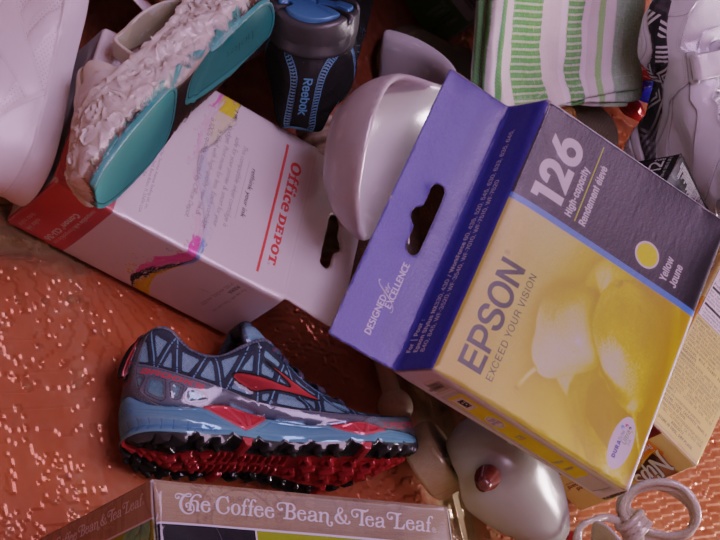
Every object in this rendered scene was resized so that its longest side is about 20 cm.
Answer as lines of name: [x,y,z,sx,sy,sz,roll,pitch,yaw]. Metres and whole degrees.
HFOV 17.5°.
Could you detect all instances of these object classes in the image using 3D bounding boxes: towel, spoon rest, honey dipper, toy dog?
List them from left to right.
honey dipper: [0.000,0.000,1.485,0.038,0.038,0.201,-5,75,-39]
spoon rest: [0.021,-0.091,1.435,0.060,0.100,0.200,8,30,8]
toy dog: [0.112,0.160,1.447,0.200,0.132,0.096,36,19,-10]
towel: [0.138,-0.179,1.563,0.200,0.023,0.153,-12,108,-52]

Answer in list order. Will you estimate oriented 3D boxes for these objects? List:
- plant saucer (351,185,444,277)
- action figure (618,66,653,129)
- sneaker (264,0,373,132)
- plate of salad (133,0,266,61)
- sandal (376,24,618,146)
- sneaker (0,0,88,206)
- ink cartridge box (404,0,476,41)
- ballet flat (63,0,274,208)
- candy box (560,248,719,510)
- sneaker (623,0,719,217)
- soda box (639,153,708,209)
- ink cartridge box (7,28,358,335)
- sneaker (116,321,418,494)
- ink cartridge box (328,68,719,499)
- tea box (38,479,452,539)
plant saucer: [0.070,-0.012,1.519,0.200,0.037,0.201,21,61,-44]
action figure: [0.211,-0.136,1.704,0.199,0.052,0.066,11,58,-29]
sneaker: [-0.033,-0.150,1.485,0.073,0.082,0.200,10,21,3]
plate of salad: [-0.111,-0.223,1.463,0.200,0.048,0.201,38,36,-35]
sandal: [0.103,-0.117,1.605,0.200,0.054,0.081,24,57,-28]
sneaker: [-0.224,-0.145,1.352,0.115,0.074,0.201,21,54,-25]
ink cartridge box: [0.122,-0.241,1.645,0.059,0.104,0.200,54,48,-5]
ballet flat: [-0.123,-0.107,1.341,0.072,0.072,0.200,49,48,-9]
candy box: [0.202,0.059,1.561,0.055,0.115,0.200,44,50,-15]
sneaker: [0.251,-0.116,1.618,0.075,0.115,0.201,-19,125,-48]
soda box: [0.162,0.013,1.529,0.063,0.071,0.200,58,43,-28]
ink cartridge box: [-0.099,-0.042,1.406,0.200,0.067,0.117,29,54,-23]
sneaker: [-0.050,0.074,1.384,0.199,0.079,0.096,10,62,-35]
ink cartridge box: [0.107,0.003,1.407,0.200,0.047,0.198,32,65,-17]
tea box: [-0.056,0.229,1.271,0.199,0.134,0.197,10,65,-35]
